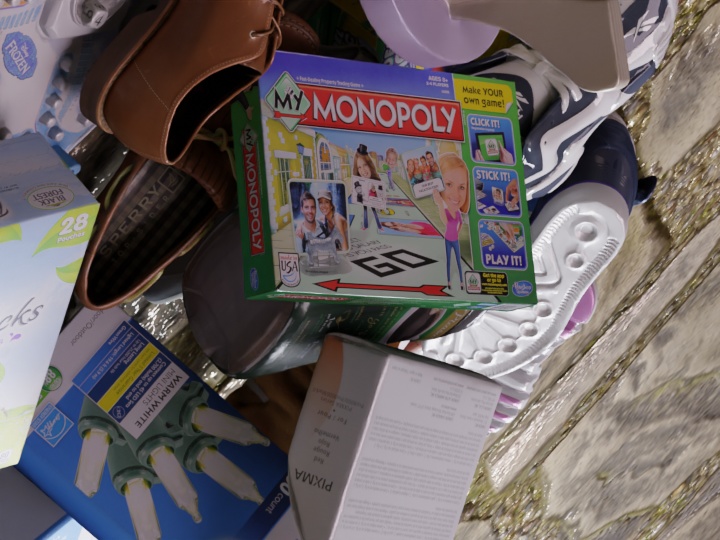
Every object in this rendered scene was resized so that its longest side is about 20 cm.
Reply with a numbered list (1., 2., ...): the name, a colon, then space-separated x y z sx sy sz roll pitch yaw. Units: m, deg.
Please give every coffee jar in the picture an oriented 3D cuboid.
1. coffee jar: 0.000 0.000 1.524 0.200 0.085 0.104 -9 152 -44

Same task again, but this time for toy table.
1. toy table: 0.083 -0.186 1.456 0.200 0.117 0.184 -39 119 -62

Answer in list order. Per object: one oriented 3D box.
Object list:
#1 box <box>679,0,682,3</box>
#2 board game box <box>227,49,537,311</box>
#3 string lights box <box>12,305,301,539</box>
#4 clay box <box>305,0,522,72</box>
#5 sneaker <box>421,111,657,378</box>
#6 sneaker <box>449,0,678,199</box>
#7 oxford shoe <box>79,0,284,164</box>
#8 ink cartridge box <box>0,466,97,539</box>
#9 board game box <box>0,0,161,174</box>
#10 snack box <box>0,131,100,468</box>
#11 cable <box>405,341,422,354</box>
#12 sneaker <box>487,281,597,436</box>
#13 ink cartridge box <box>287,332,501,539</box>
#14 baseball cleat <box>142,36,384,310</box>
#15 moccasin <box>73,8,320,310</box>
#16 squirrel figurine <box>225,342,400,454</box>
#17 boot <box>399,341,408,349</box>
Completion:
1. box: 0.195 -0.211 1.760 0.200 0.039 0.137 -45 161 -11
2. board game box: 0.014 -0.048 1.455 0.200 0.135 0.029 3 168 -42
3. string lights box: -0.115 0.118 1.522 0.103 0.200 0.059 -51 -175 -24
4. clay box: 0.041 -0.144 1.614 0.200 0.048 0.115 -34 150 -31
5. sneaker: 0.119 -0.028 1.798 0.200 0.081 0.147 -48 -160 34
6. sneaker: 0.116 -0.123 1.613 0.199 0.079 0.130 -52 165 26
7. oxford shoe: -0.061 -0.142 1.372 0.200 0.071 0.071 -55 152 6
8. ink cartridge box: -0.187 0.173 1.632 0.145 0.084 0.200 -39 152 -23
9. board game box: -0.134 -0.145 1.360 0.200 0.026 0.200 -44 153 -11
10. snack box: -0.241 0.036 1.358 0.169 0.068 0.200 -17 142 -38
11. cable: 0.009 0.068 1.826 0.200 0.050 0.097 -40 175 -25
12. sneaker: 0.105 0.045 1.940 0.200 0.080 0.088 -49 -163 29
13. ink cartridge box: 0.003 0.144 1.514 0.162 0.050 0.200 19 92 -61
14. baseball cleat: -0.067 -0.066 1.542 0.200 0.070 0.106 -37 120 3
15. moccasin: -0.095 -0.062 1.461 0.201 0.078 0.074 -45 112 6
16. squirrel figurine: -0.002 0.080 1.666 0.141 0.200 0.187 -17 152 -38
17. boot: 0.049 -0.023 1.756 0.090 0.073 0.200 -15 137 -43
